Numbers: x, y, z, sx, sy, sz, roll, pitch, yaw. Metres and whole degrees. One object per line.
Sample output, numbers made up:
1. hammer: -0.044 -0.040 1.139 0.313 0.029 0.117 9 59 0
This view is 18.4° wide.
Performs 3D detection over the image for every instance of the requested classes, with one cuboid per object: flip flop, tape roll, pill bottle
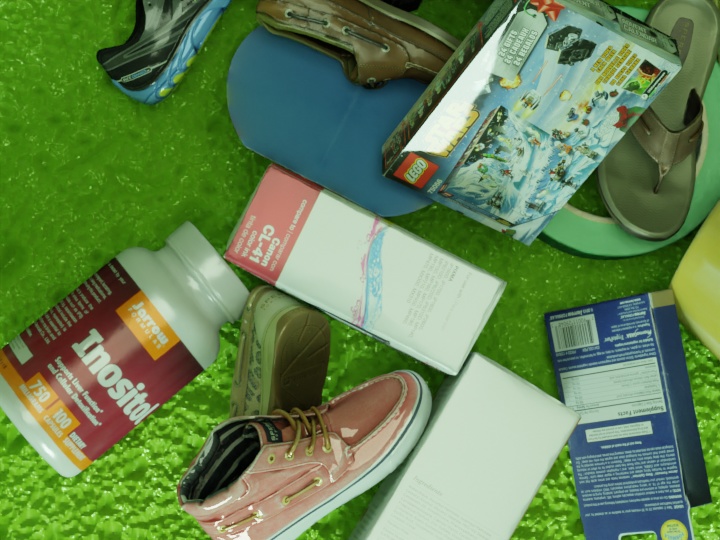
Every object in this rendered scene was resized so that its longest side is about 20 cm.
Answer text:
1. flip flop: 0.237 -0.123 1.724 0.081 0.058 0.201 16 86 -3
2. tape roll: 0.200 -0.109 1.774 0.199 0.048 0.201 0 87 -4
3. pill bottle: -0.183 0.056 1.709 0.200 0.113 0.113 -40 90 -5

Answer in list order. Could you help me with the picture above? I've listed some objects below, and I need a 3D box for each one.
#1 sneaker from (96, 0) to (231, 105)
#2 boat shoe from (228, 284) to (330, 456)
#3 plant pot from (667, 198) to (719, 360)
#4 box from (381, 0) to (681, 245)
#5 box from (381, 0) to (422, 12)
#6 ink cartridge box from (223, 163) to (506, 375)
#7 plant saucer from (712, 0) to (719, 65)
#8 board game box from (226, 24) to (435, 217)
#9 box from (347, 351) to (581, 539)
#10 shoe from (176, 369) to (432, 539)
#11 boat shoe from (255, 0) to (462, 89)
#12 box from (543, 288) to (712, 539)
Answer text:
1. sneaker: -0.140 -0.229 1.749 0.083 0.071 0.200 32 88 -7
2. boat shoe: -0.068 0.108 1.719 0.073 0.063 0.201 -10 123 -40
3. plant pot: 0.346 0.024 1.713 0.189 0.201 0.201 32 85 15
4. box: 0.124 -0.121 1.652 0.137 0.040 0.200 25 126 -21
5. box: 0.009 -0.306 1.727 0.036 0.143 0.201 -18 88 -6
6. ink cartridge box: 0.000 0.000 1.706 0.199 0.148 0.086 29 88 -1
7. plant saucer: 0.372 -0.251 1.752 0.199 0.048 0.201 -9 86 39
8. board game box: -0.014 -0.113 1.743 0.199 0.039 0.158 26 52 -2
9. box: 0.071 0.172 1.712 0.097 0.124 0.200 31 86 -1
10. shoe: -0.042 0.131 1.652 0.200 0.091 0.072 -39 46 1
11. boat shoe: 0.010 -0.172 1.731 0.199 0.072 0.068 29 78 -7
12. box: 0.209 0.122 1.729 0.032 0.121 0.201 -6 86 -39
